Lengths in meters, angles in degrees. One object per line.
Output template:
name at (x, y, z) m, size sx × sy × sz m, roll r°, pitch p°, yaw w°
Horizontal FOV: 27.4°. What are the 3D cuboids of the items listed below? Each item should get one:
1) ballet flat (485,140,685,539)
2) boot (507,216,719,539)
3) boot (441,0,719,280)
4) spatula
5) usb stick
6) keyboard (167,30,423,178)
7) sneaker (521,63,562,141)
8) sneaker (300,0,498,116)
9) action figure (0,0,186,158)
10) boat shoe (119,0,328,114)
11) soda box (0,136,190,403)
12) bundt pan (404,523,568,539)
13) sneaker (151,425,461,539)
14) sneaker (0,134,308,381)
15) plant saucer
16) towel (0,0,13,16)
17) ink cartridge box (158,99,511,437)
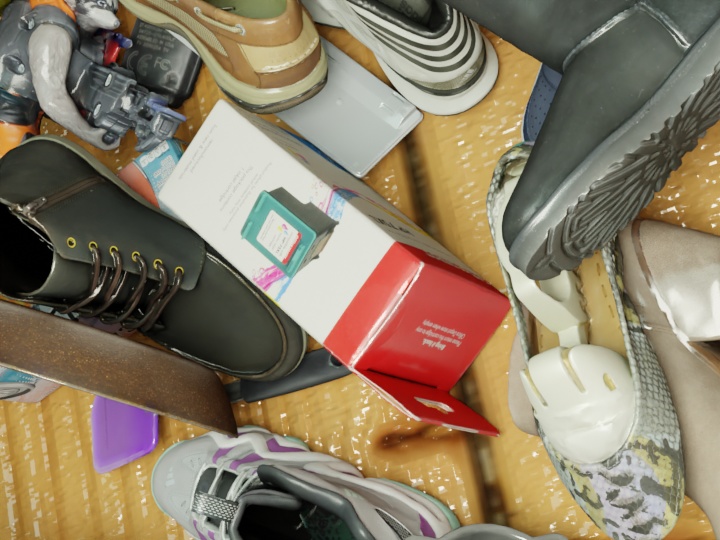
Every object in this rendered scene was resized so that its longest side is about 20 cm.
ballet flat at (0.096, 0.029, 0.687) m, size 0.072 × 0.072 × 0.201 m, roll -21°, pitch 68°, yaw 25°
boot at (0.142, 0.072, 0.728) m, size 0.146 × 0.070 × 0.201 m, roll -5°, pitch 77°, yaw 35°
boot at (0.067, -0.113, 0.683) m, size 0.165 × 0.066 × 0.200 m, roll -45°, pitch 65°, yaw -5°
spatula at (-0.085, 0.073, 0.876) m, size 0.199 × 0.021 × 0.057 m, roll -17°, pitch 69°, yaw 24°
usb stick at (-0.100, -0.202, 0.931) m, size 0.055 × 0.033 × 0.201 m, roll 19°, pitch 90°, yaw 24°
keyboard at (-0.055, -0.129, 0.873) m, size 0.200 × 0.011 × 0.056 m, roll 39°, pitch 76°, yaw 20°
sneaker at (0.129, -0.146, 0.744) m, size 0.070 × 0.108 × 0.200 m, roll 38°, pitch 100°, yaw 30°
sneaker at (-0.006, -0.179, 0.816) m, size 0.076 × 0.115 × 0.200 m, roll -45°, pitch 64°, yaw -6°
action figure at (-0.197, -0.099, 0.887) m, size 0.200 × 0.105 × 0.194 m, roll 15°, pitch 73°, yaw 53°
boat shoe at (-0.088, -0.172, 0.838) m, size 0.076 × 0.074 × 0.200 m, roll -36°, pitch 58°, yaw -20°
soda box at (-0.160, 0.003, 0.903) m, size 0.200 × 0.068 × 0.064 m, roll -36°, pitch 67°, yaw 19°
bundt pan at (0.068, 0.221, 0.679) m, size 0.202 × 0.202 × 0.076 m, roll 43°, pitch 140°, yaw 28°
sneaker at (-0.057, 0.124, 0.781) m, size 0.199 × 0.140 × 0.078 m, roll 8°, pitch 85°, yaw 30°
sneaker at (-0.124, 0.012, 0.796) m, size 0.200 × 0.106 × 0.075 m, roll 33°, pitch 111°, yaw -5°
plant saucer at (-0.156, 0.046, 0.792) m, size 0.200 × 0.200 × 0.035 m, roll 13°, pitch 81°, yaw 31°
towel at (-0.210, -0.182, 0.913) m, size 0.086 × 0.200 × 0.018 m, roll -38°, pitch 103°, yaw 18°
ink cartridge box at (0.000, 0.000, 0.787) m, size 0.200 × 0.116 × 0.067 m, roll 40°, pitch 100°, yaw 28°
